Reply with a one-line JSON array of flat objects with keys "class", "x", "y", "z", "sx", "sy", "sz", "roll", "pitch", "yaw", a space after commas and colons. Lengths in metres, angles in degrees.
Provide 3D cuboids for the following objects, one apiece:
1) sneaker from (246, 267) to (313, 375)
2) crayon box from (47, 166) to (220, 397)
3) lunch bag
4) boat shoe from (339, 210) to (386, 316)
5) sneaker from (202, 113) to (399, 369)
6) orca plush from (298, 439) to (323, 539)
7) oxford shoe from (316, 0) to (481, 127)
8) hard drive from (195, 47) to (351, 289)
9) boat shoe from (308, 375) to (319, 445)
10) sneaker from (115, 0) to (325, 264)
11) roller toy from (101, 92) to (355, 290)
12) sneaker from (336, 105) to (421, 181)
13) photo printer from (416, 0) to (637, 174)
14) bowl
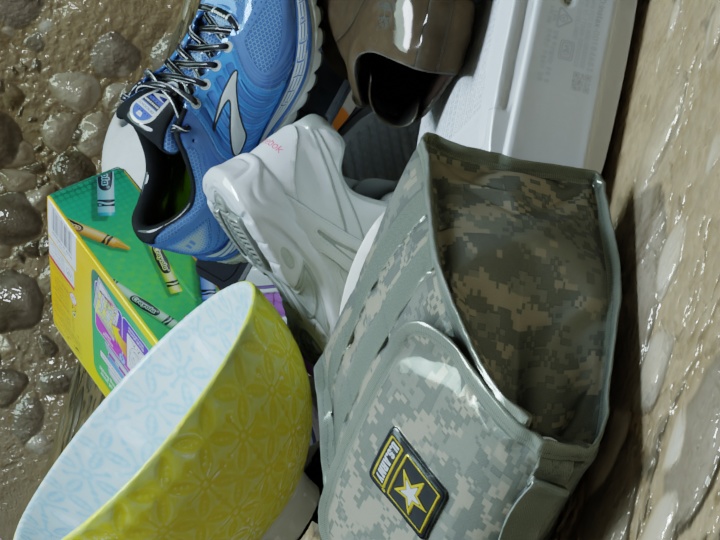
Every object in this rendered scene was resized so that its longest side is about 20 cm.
[{"class": "sneaker", "x": 0.010, "y": 0.025, "z": 1.773, "sx": 0.073, "sy": 0.115, "sz": 0.200, "roll": -42, "pitch": 26, "yaw": -23}, {"class": "crayon box", "x": -0.126, "y": 0.045, "z": 1.843, "sx": 0.200, "sy": 0.058, "sz": 0.119, "roll": 50, "pitch": 151, "yaw": 35}, {"class": "lunch bag", "x": 0.051, "y": 0.067, "z": 1.392, "sx": 0.201, "sy": 0.117, "sz": 0.164, "roll": -95, "pitch": 22, "yaw": -46}, {"class": "boat shoe", "x": 0.028, "y": 0.055, "z": 1.568, "sx": 0.059, "sy": 0.072, "sz": 0.201, "roll": 35, "pitch": 134, "yaw": 34}, {"class": "sneaker", "x": 0.000, "y": 0.000, "z": 1.626, "sx": 0.099, "sy": 0.200, "sz": 0.078, "roll": -38, "pitch": 33, "yaw": -12}, {"class": "orca plush", "x": -0.012, "y": 0.145, "z": 1.730, "sx": 0.071, "sy": 0.105, "sz": 0.200, "roll": 70, "pitch": 158, "yaw": 10}, {"class": "oxford shoe", "x": 0.011, "y": -0.119, "z": 1.588, "sx": 0.200, "sy": 0.072, "sz": 0.085, "roll": 157, "pitch": 125, "yaw": -78}, {"class": "hard drive", "x": -0.033, "y": -0.092, "z": 1.762, "sx": 0.140, "sy": 0.033, "sz": 0.200, "roll": -60, "pitch": 3, "yaw": 34}, {"class": "boat shoe", "x": -0.032, "y": 0.096, "z": 1.888, "sx": 0.200, "sy": 0.069, "sz": 0.071, "roll": 177, "pitch": 84, "yaw": -83}, {"class": "sneaker", "x": -0.081, "y": -0.098, "z": 1.615, "sx": 0.078, "sy": 0.089, "sz": 0.201, "roll": 31, "pitch": 115, "yaw": 49}, {"class": "roller toy", "x": -0.071, "y": -0.064, "z": 1.957, "sx": 0.140, "sy": 0.199, "sz": 0.183, "roll": -31, "pitch": 57, "yaw": 46}, {"class": "sneaker", "x": 0.031, "y": -0.103, "z": 1.727, "sx": 0.201, "sy": 0.073, "sz": 0.114, "roll": -49, "pitch": 23, "yaw": 1}, {"class": "photo printer", "x": 0.082, "y": -0.092, "z": 1.562, "sx": 0.200, "sy": 0.069, "sz": 0.167, "roll": 136, "pitch": 147, "yaw": -71}, {"class": "bowl", "x": -0.087, "y": 0.116, "z": 1.615, "sx": 0.200, "sy": 0.108, "sz": 0.200, "roll": -44, "pitch": 13, "yaw": 13}]
